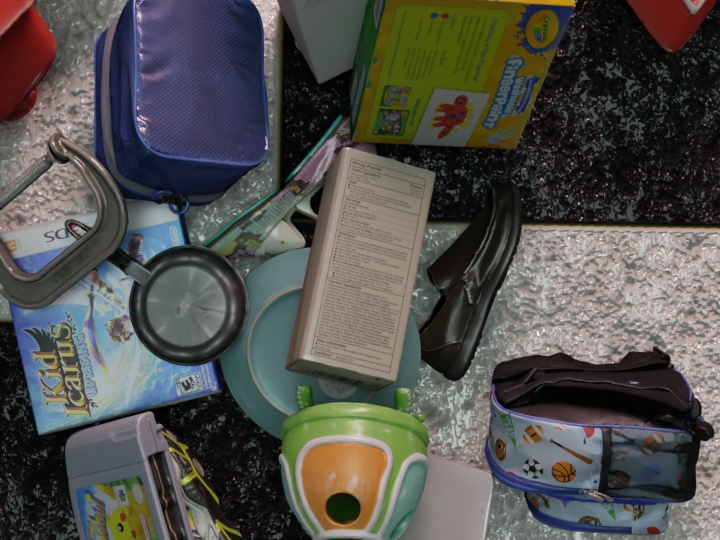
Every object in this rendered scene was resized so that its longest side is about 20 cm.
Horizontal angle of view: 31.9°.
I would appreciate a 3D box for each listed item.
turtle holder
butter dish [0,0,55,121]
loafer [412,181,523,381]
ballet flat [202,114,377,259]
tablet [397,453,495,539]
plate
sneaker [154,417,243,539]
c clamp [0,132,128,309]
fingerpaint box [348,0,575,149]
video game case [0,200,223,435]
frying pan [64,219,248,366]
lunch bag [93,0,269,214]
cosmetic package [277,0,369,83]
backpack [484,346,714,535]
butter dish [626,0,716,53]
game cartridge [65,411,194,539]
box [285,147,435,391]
[{"bbox_3d":[-0.011,0.191,1.150,0.140,0.186,0.132,9,65,-16],"label":"turtle holder"},{"bbox_3d":[-0.364,-0.198,1.183,0.199,0.148,0.200,-44,47,-4],"label":"butter dish"},{"bbox_3d":[0.100,0.004,1.214,0.071,0.073,0.201,20,88,-2],"label":"loafer"},{"bbox_3d":[-0.061,-0.064,1.222,0.200,0.069,0.071,-44,92,-6],"label":"ballet flat"},{"bbox_3d":[0.064,0.278,1.187,0.014,0.130,0.201,13,87,-38],"label":"tablet"},{"bbox_3d":[-0.042,0.078,1.209,0.199,0.026,0.201,1,100,8],"label":"plate"},{"bbox_3d":[-0.174,0.236,1.203,0.076,0.075,0.201,-29,84,5],"label":"sneaker"},{"bbox_3d":[-0.310,-0.056,1.170,0.199,0.027,0.172,-29,86,24],"label":"c clamp"},{"bbox_3d":[0.085,-0.202,1.148,0.166,0.200,0.074,1,58,-9],"label":"fingerpaint box"},{"bbox_3d":[-0.244,0.041,1.224,0.180,0.045,0.201,-14,88,0],"label":"video game case"},{"bbox_3d":[-0.184,0.002,1.190,0.115,0.031,0.191,-34,92,0],"label":"frying pan"},{"bbox_3d":[-0.171,-0.151,1.171,0.135,0.132,0.201,7,72,-29],"label":"lunch bag"},{"bbox_3d":[-0.040,-0.275,1.152,0.084,0.200,0.108,-26,68,-1],"label":"cosmetic package"},{"bbox_3d":[0.209,0.151,1.165,0.189,0.200,0.155,10,101,3],"label":"backpack"},{"bbox_3d":[0.276,-0.348,1.204,0.200,0.148,0.200,38,87,-41],"label":"butter dish"},{"bbox_3d":[-0.214,0.241,1.183,0.040,0.133,0.201,-13,86,-46],"label":"game cartridge"},{"bbox_3d":[0.000,0.000,1.148,0.094,0.078,0.201,16,75,-10],"label":"box"}]
